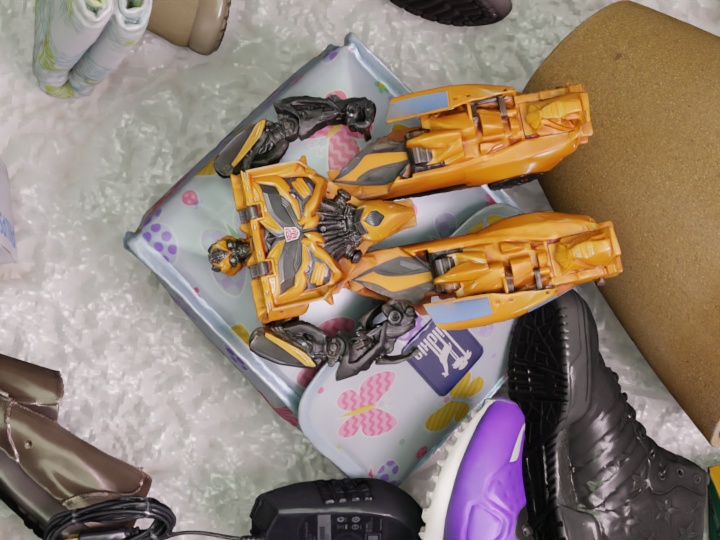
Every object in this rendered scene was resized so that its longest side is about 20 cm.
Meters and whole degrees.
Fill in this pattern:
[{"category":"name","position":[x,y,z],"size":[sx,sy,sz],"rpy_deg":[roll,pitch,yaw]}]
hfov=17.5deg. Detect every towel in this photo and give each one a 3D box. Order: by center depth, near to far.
[{"category":"towel","position":[-0.141,-0.190,1.221],"size":[0.048,0.200,0.172],"rpy_deg":[6,83,-14]}]

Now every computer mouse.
[{"category":"computer mouse","position":[-0.065,0.132,1.219],"size":[0.200,0.059,0.034],"rpy_deg":[1,41,-4]}]

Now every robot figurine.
[{"category":"robot figurine","position":[0.022,-0.027,1.157],"size":[0.200,0.058,0.145],"rpy_deg":[-12,83,-3]}]

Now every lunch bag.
[{"category":"lunch bag","position":[0.000,0.000,1.245],"size":[0.170,0.127,0.200],"rpy_deg":[-43,98,-5]}]

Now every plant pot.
[{"category":"plant pot","position":[0.183,-0.043,1.234],"size":[0.186,0.186,0.200],"rpy_deg":[-42,72,-5]}]

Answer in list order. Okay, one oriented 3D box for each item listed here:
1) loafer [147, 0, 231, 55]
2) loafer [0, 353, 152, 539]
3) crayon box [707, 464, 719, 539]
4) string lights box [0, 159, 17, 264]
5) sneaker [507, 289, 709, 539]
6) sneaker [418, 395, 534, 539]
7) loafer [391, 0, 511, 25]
[{"category":"loafer","position":[-0.094,-0.221,1.287],"size":[0.067,0.076,0.200],"rpy_deg":[7,84,-7]},{"category":"loafer","position":[-0.193,0.077,1.262],"size":[0.200,0.073,0.071],"rpy_deg":[43,74,-2]},{"category":"crayon box","position":[0.262,0.177,1.208],"size":[0.119,0.058,0.200],"rpy_deg":[-11,40,-3]},{"category":"string lights box","position":[-0.290,-0.024,1.246],"size":[0.200,0.103,0.059],"rpy_deg":[-7,84,-3]},{"category":"sneaker","position":[0.138,0.106,1.245],"size":[0.104,0.060,0.200],"rpy_deg":[-3,93,-28]},{"category":"sneaker","position":[0.076,0.168,1.194],"size":[0.099,0.070,0.200],"rpy_deg":[12,82,10]},{"category":"loafer","position":[0.017,-0.209,1.257],"size":[0.200,0.073,0.071],"rpy_deg":[41,65,-29]}]
